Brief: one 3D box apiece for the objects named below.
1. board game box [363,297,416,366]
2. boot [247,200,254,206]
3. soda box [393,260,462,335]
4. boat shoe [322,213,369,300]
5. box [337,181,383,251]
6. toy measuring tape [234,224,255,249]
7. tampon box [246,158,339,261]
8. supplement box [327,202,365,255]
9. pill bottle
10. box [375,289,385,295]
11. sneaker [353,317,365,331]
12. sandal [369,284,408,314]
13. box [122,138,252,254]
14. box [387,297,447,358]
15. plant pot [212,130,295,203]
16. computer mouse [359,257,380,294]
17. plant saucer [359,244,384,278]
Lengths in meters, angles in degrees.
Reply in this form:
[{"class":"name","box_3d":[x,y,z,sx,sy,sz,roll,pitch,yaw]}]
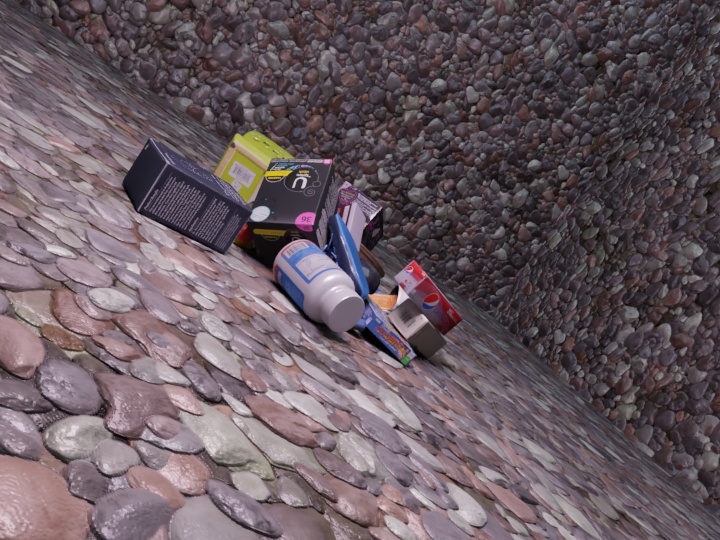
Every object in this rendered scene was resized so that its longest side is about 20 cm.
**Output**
[{"class":"board game box","box_3d":[0.049,0.124,1.494,0.135,0.034,0.200,46,4,-20]},{"class":"boot","box_3d":[-0.257,-0.163,1.641,0.067,0.131,0.200,28,10,-43]},{"class":"soda box","box_3d":[0.158,0.067,1.513,0.200,0.063,0.070,46,5,-44]},{"class":"boat shoe","box_3d":[-0.044,-0.026,1.384,0.084,0.068,0.202,40,30,-58]},{"class":"box","box_3d":[-0.019,-0.129,1.785,0.132,0.115,0.200,37,-14,14]},{"class":"toy measuring tape","box_3d":[-0.242,-0.085,1.464,0.073,0.074,0.200,40,9,33]},{"class":"tampon box","box_3d":[-0.141,-0.132,1.437,0.148,0.201,0.127,2,-40,12]},{"class":"supplement box","box_3d":[-0.094,-0.084,1.531,0.061,0.198,0.110,57,34,-43]},{"class":"pill bottle","box_3d":[-0.080,0.033,1.290,0.112,0.113,0.200,27,12,-47]},{"class":"box","box_3d":[0.035,0.079,1.751,0.199,0.048,0.122,36,10,3]},{"class":"sneaker","box_3d":[-0.039,0.058,1.430,0.074,0.082,0.200,30,12,-40]},{"class":"sandal","box_3d":[0.083,0.072,1.648,0.204,0.060,0.080,4,40,-6]},{"class":"box","box_3d":[-0.333,-0.143,1.271,0.199,0.107,0.148,30,9,-39]},{"class":"box","box_3d":[0.140,0.142,1.579,0.082,0.068,0.200,51,3,30]},{"class":"plant pot","box_3d":[-0.304,-0.268,1.868,0.199,0.200,0.181,36,14,6]},{"class":"computer mouse","box_3d":[0.000,0.000,1.510,0.139,0.053,0.200,46,-2,-13]},{"class":"plant saucer","box_3d":[-0.020,-0.040,1.761,0.200,0.030,0.200,38,-15,12]}]
